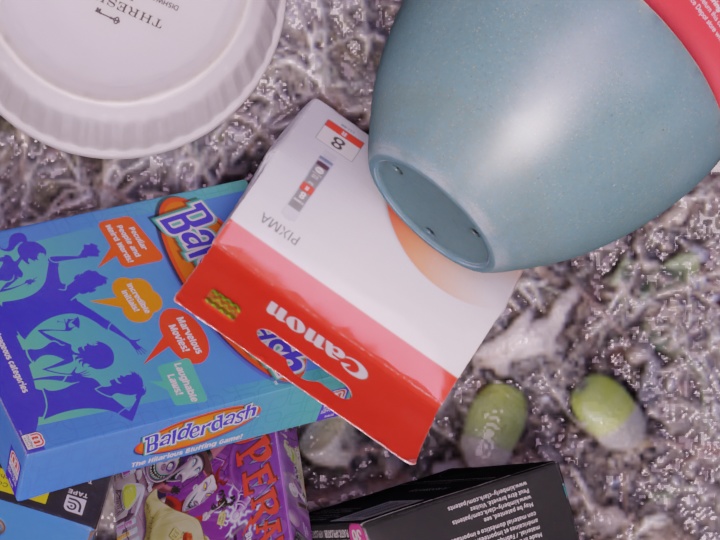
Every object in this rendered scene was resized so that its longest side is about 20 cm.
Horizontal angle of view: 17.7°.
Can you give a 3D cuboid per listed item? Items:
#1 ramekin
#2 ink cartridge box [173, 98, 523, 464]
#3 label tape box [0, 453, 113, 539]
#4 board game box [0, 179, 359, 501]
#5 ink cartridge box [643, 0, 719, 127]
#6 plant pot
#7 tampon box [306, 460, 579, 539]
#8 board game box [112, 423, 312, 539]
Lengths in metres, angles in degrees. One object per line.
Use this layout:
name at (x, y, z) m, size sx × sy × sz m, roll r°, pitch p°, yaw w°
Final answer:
ramekin at (-0.140, -0.167, 1.330) m, size 0.202 × 0.094 × 0.203 m, roll 0°, pitch 87°, yaw -6°
ink cartridge box at (0.000, 0.000, 1.293) m, size 0.162 × 0.200 × 0.050 m, roll 35°, pitch 120°, yaw -3°
label tape box at (-0.205, 0.095, 1.271) m, size 0.144 × 0.063 × 0.200 m, roll 18°, pitch 44°, yaw -4°
board game box at (-0.123, 0.034, 1.278) m, size 0.200 × 0.045 × 0.152 m, roll -14°, pitch 54°, yaw -28°
ink cartridge box at (0.170, -0.148, 1.293) m, size 0.067 × 0.200 × 0.116 m, roll -44°, pitch 113°, yaw -6°
plant pot at (0.082, -0.078, 1.283) m, size 0.200 × 0.200 × 0.135 m, roll 44°, pitch 74°, yaw -2°
tampon box at (0.053, 0.220, 1.290) m, size 0.126 × 0.150 × 0.200 m, roll -15°, pitch 89°, yaw -23°
board game box at (-0.079, 0.168, 1.271) m, size 0.120 × 0.032 × 0.200 m, roll -27°, pitch 46°, yaw 18°
